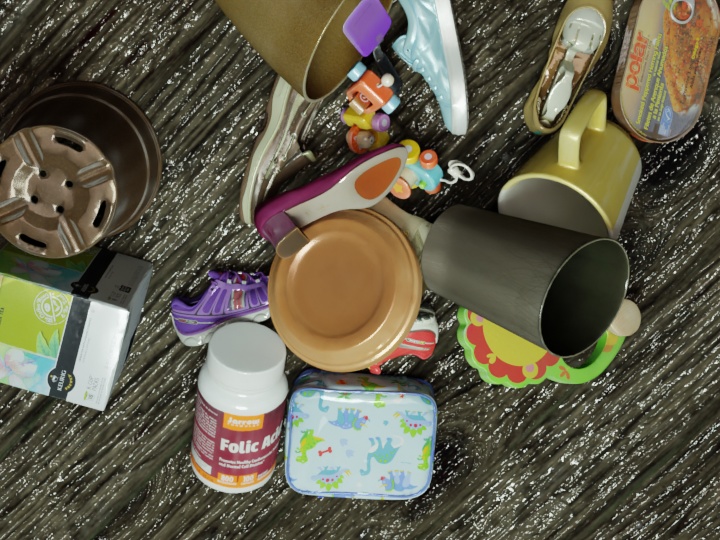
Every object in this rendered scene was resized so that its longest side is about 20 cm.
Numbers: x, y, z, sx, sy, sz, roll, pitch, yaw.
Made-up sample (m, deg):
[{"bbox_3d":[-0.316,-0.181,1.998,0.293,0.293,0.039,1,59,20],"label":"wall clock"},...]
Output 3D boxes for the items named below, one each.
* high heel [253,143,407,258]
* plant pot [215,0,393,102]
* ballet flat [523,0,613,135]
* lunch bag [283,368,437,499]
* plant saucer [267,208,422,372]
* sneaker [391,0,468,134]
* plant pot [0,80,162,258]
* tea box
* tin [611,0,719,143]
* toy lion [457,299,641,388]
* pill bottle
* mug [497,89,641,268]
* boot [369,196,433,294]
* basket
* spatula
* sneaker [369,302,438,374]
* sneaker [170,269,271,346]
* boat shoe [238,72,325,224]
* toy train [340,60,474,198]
[{"bbox_3d":[-0.040,-0.103,1.448,0.199,0.096,0.068,-34,133,-2],"label":"high heel"},{"bbox_3d":[-0.086,-0.329,1.406,0.199,0.186,0.187,36,102,10],"label":"plant pot"},{"bbox_3d":[0.260,-0.256,1.485,0.068,0.063,0.202,19,104,-5],"label":"ballet flat"},{"bbox_3d":[-0.002,0.218,1.596,0.198,0.083,0.163,3,104,-2],"label":"lunch bag"},{"bbox_3d":[-0.025,0.019,1.459,0.198,0.037,0.202,-4,80,21],"label":"plant saucer"},{"bbox_3d":[0.082,-0.260,1.480,0.081,0.074,0.202,-11,97,9],"label":"sneaker"},{"bbox_3d":[-0.346,-0.112,1.436,0.198,0.198,0.202,0,105,-1],"label":"plant pot"},{"bbox_3d":[-0.372,0.051,1.478,0.195,0.200,0.135,15,105,-6],"label":"tea box"},{"bbox_3d":[0.368,-0.254,1.478,0.111,0.042,0.202,14,90,-18],"label":"tin"},{"bbox_3d":[0.226,0.072,1.535,0.199,0.069,0.192,38,78,-10],"label":"toy lion"},{"bbox_3d":[-0.151,0.171,1.531,0.113,0.115,0.201,8,126,-4],"label":"pill bottle"},{"bbox_3d":[0.272,-0.112,1.459,0.149,0.187,0.153,40,57,-3],"label":"mug"},{"bbox_3d":[0.000,0.000,1.509,0.155,0.073,0.201,35,90,16],"label":"boot"},{"bbox_3d":[0.181,0.002,1.417,0.179,0.199,0.137,-16,118,-44],"label":"basket"},{"bbox_3d":[0.023,-0.254,1.427,0.020,0.200,0.057,35,84,20],"label":"spatula"},{"bbox_3d":[0.002,0.095,1.569,0.198,0.077,0.086,-4,114,2],"label":"sneaker"},{"bbox_3d":[-0.151,0.028,1.544,0.198,0.081,0.084,-23,99,5],"label":"sneaker"},{"bbox_3d":[-0.090,-0.145,1.493,0.074,0.075,0.204,20,104,6],"label":"boat shoe"},{"bbox_3d":[0.037,-0.154,1.463,0.200,0.150,0.056,44,70,-16],"label":"toy train"}]
